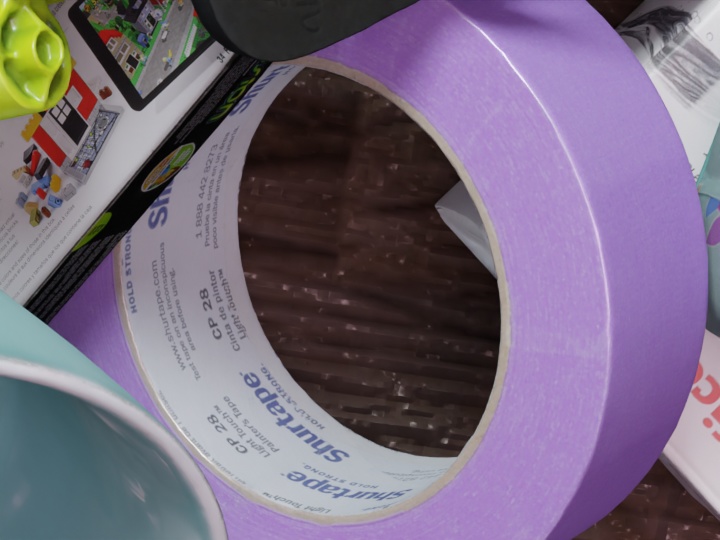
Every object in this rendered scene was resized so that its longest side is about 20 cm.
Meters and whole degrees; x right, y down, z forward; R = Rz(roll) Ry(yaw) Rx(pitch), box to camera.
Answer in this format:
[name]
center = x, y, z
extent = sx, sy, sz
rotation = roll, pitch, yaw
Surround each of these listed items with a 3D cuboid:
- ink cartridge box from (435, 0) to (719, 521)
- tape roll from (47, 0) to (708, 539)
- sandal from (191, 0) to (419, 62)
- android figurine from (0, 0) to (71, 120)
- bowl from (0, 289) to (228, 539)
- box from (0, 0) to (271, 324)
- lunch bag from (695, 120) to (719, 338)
[ink cartridge box]
center = 0.145, -0.033, 0.851
extent = 0.200, 0.084, 0.146
rotation = -43, 102, -2
[tape roll]
center = 0.000, 0.000, 0.783
extent = 0.199, 0.066, 0.202
rotation = 10, 108, 31
[sandal]
center = 0.041, -0.108, 0.697
extent = 0.200, 0.045, 0.076
rotation = -33, 120, -33
[android figurine]
center = -0.124, -0.127, 0.716
extent = 0.199, 0.041, 0.183
rotation = -7, 90, 35
[bowl]
center = -0.144, 0.068, 0.685
extent = 0.200, 0.105, 0.202
rotation = -15, 133, -16
[box]
center = -0.105, -0.054, 0.767
extent = 0.110, 0.035, 0.200
rotation = 49, 120, 8
[lunch bag]
center = 0.195, -0.050, 0.774
extent = 0.160, 0.077, 0.201
rotation = 21, 93, -12
